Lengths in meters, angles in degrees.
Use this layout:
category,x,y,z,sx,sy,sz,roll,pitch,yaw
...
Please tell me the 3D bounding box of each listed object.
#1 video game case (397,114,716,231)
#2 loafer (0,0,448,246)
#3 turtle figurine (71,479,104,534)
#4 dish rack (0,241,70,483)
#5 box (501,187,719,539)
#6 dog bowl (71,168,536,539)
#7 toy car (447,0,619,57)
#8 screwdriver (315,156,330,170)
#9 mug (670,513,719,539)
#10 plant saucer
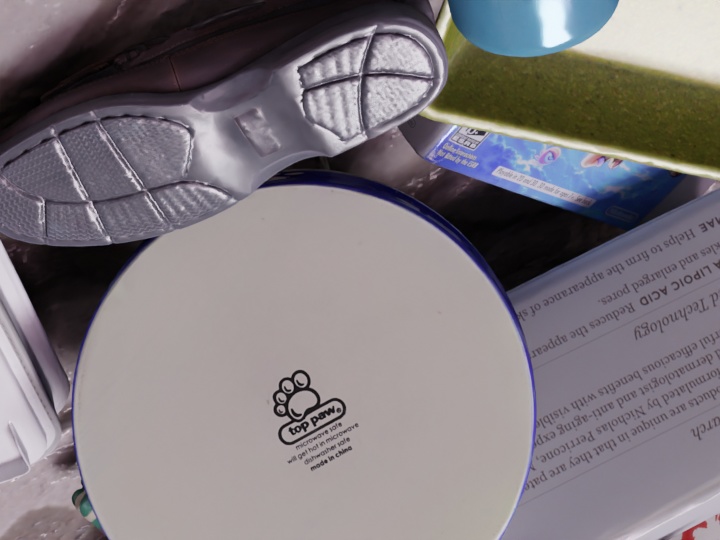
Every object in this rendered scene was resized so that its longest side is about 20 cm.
category,x,y,z,sx,sy,sz,roll,pitch,yaw
video game case,0.135,-0.107,1.093,0.199,0.046,0.181,15,123,-49
loafer,-0.061,-0.068,0.958,0.199,0.063,0.072,-19,129,9
turtle figurine,-0.070,0.122,1.174,0.149,0.101,0.200,-8,145,-34
dish rack,-0.213,0.053,0.978,0.171,0.044,0.200,-21,147,-4
box,0.116,0.078,1.183,0.199,0.131,0.199,-25,168,-12
dog bowl,-0.024,0.058,1.022,0.200,0.201,0.079,-35,-176,2
toy car,-0.021,-0.181,0.802,0.199,0.177,0.185,-5,134,9
screwdriver,0.000,0.000,1.128,0.029,0.028,0.200,-1,147,3
mug,0.197,0.141,1.431,0.133,0.178,0.201,10,135,2
plant saucer,0.138,-0.140,0.968,0.199,0.048,0.201,11,122,-15
